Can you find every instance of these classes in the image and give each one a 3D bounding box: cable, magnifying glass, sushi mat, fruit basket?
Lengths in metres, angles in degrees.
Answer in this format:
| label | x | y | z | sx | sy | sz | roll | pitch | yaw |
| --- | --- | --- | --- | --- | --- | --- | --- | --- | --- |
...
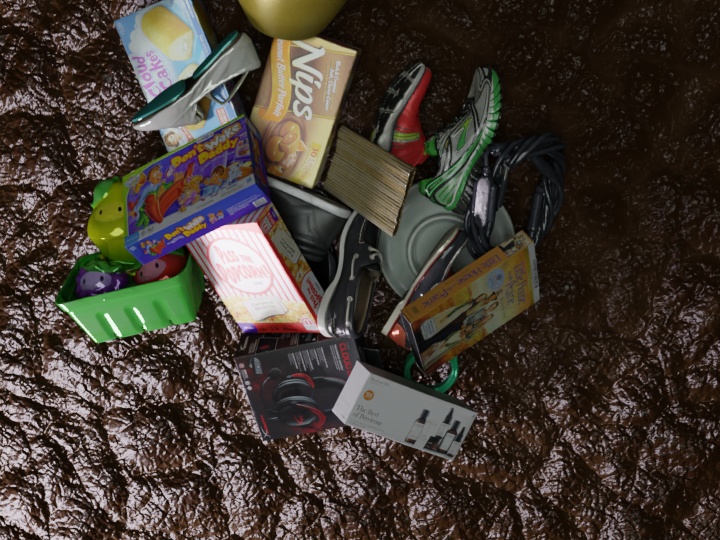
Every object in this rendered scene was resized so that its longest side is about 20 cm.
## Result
| label | x | y | z | sx | sy | sz | roll | pitch | yaw |
| --- | --- | --- | --- | --- | --- | --- | --- | --- | --- |
| cable | 0.211 | -0.093 | 1.408 | 0.051 | 0.163 | 0.201 | 34 | 138 | 41 |
| magnifying glass | 0.118 | 0.098 | 1.490 | 0.079 | 0.022 | 0.201 | 13 | 122 | -10 |
| sushi mat | 0.008 | -0.123 | 1.399 | 0.012 | 0.200 | 0.096 | 3 | 111 | -32 |
| fruit basket | -0.332 | -0.022 | 1.487 | 0.214 | 0.156 | 0.217 | 1 | 121 | 2 |

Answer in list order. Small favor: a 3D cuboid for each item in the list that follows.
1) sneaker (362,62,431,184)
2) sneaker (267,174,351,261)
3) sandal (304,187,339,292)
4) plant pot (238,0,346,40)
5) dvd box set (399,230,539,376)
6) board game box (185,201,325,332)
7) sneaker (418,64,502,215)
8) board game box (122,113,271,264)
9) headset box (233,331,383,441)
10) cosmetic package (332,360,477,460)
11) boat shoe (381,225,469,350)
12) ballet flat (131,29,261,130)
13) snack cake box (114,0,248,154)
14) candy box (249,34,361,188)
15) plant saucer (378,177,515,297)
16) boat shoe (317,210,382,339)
| label | x | y | z | sx | sy | sz | roll | pitch | yaw |
| --- | --- | --- | --- | --- | --- | --- | --- | --- | --- |
| sneaker | 0.061 | -0.187 | 1.437 | 0.084 | 0.077 | 0.201 | 16 | 110 | -17 |
| sneaker | -0.120 | -0.077 | 1.455 | 0.199 | 0.071 | 0.100 | 24 | 98 | 11 |
| sandal | -0.064 | -0.016 | 1.498 | 0.076 | 0.043 | 0.202 | -10 | 102 | 9 |
| plant pot | -0.089 | -0.384 | 1.350 | 0.199 | 0.201 | 0.143 | 15 | 131 | 3 |
| dvd box set | 0.152 | 0.047 | 1.410 | 0.199 | 0.147 | 0.029 | -32 | 55 | -10 |
| board game box | -0.143 | 0.000 | 1.443 | 0.151 | 0.046 | 0.201 | -3 | 130 | 36 |
| sneaker | 0.136 | -0.181 | 1.401 | 0.085 | 0.078 | 0.201 | 19 | 92 | -2 |
| board game box | -0.222 | -0.109 | 1.395 | 0.199 | 0.135 | 0.045 | -25 | 139 | 13 |
| headset box | -0.064 | 0.151 | 1.510 | 0.198 | 0.075 | 0.150 | -11 | 115 | 9 |
| cosmetic package | 0.065 | 0.201 | 1.481 | 0.199 | 0.051 | 0.083 | 23 | 95 | -30 |
| boat shoe | 0.099 | 0.027 | 1.420 | 0.062 | 0.071 | 0.201 | 33 | 119 | 4 |
| ballet flat | -0.214 | -0.234 | 1.388 | 0.200 | 0.069 | 0.070 | -37 | 97 | 12 |
| snack cake box | -0.244 | -0.271 | 1.445 | 0.114 | 0.067 | 0.201 | -20 | 101 | 10 |
| candy box | -0.085 | -0.228 | 1.442 | 0.115 | 0.055 | 0.201 | 20 | 105 | 2 |
| plant saucer | 0.119 | -0.030 | 1.470 | 0.198 | 0.050 | 0.202 | 2 | 104 | 7 |
| boat shoe | 0.000 | 0.000 | 1.441 | 0.060 | 0.074 | 0.201 | 6 | 67 | 34 |
